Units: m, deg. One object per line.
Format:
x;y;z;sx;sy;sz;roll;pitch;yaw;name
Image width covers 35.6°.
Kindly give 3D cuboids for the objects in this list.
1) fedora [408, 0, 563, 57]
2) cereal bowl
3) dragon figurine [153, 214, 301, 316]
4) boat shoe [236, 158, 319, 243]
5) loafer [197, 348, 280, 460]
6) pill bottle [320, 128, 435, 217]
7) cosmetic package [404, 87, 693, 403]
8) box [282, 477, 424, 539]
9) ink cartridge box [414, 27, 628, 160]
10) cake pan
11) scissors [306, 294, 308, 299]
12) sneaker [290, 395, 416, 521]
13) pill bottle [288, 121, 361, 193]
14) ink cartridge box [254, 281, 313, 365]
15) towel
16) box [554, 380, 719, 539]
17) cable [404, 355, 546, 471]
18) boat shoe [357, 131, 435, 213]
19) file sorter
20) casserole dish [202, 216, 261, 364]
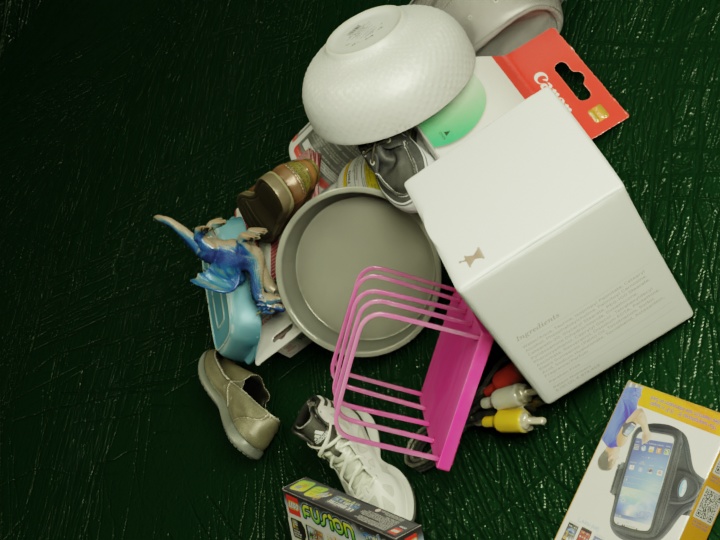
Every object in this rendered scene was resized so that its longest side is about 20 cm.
0.159;-0.289;1.314;0.200;0.177;0.090;-25;62;22;fedora
0.021;-0.230;1.232;0.200;0.083;0.200;-20;36;15;cereal bowl
-0.168;-0.007;1.353;0.059;0.200;0.100;-56;-24;-73;dragon figurine
-0.096;-0.085;1.361;0.068;0.072;0.200;-35;6;-19;boat shoe
-0.151;0.162;1.461;0.070;0.075;0.200;-42;43;5;loafer
0.045;-0.101;1.359;0.200;0.112;0.113;-26;48;39;pill bottle
0.174;-0.020;1.042;0.166;0.200;0.167;-33;42;10;cosmetic package
-0.004;0.293;1.161;0.200;0.035;0.110;9;113;52;box
0.164;-0.178;1.225;0.200;0.050;0.161;-32;60;2;ink cartridge box
0.000;0.000;1.308;0.200;0.200;0.037;-47;-5;17;cake pan
-0.095;-0.021;1.444;0.073;0.014;0.200;-37;42;28;scissors
-0.020;0.213;1.217;0.076;0.115;0.201;-49;37;15;sneaker
0.011;-0.189;1.459;0.200;0.116;0.116;-42;40;24;pill bottle
-0.082;0.030;1.459;0.115;0.068;0.200;-37;41;30;ink cartridge box
-0.108;-0.053;1.445;0.200;0.023;0.144;-31;53;49;towel
0.244;0.205;0.969;0.119;0.041;0.200;18;78;54;box
0.114;0.142;1.158;0.200;0.050;0.097;-26;50;36;cable
0.027;-0.142;1.256;0.070;0.066;0.200;-43;41;23;boat shoe
0.042;0.086;1.130;0.200;0.125;0.139;-98;24;-77;file sorter
-0.169;0.025;1.443;0.121;0.039;0.200;129;135;-57;casserole dish
